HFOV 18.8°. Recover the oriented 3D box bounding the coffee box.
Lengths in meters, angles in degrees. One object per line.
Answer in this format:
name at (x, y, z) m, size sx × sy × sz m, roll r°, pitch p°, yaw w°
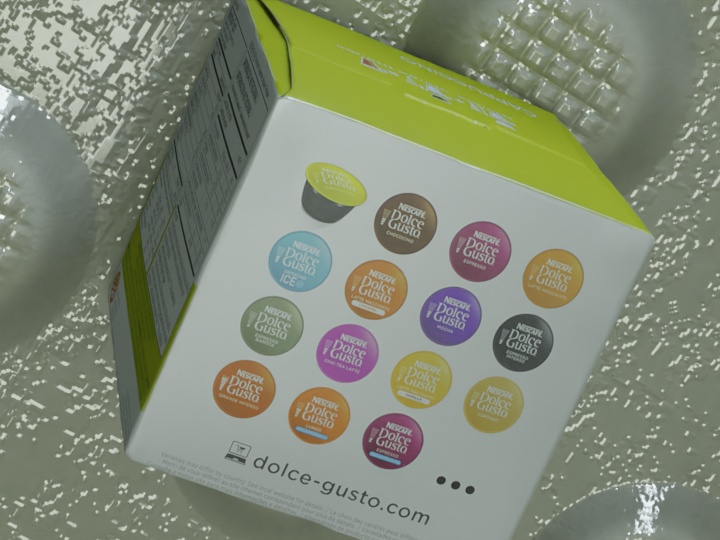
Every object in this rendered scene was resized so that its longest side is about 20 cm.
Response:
coffee box at (0.000, 0.000, 1.106) m, size 0.199 × 0.200 × 0.199 m, roll 20°, pitch 107°, yaw -16°
